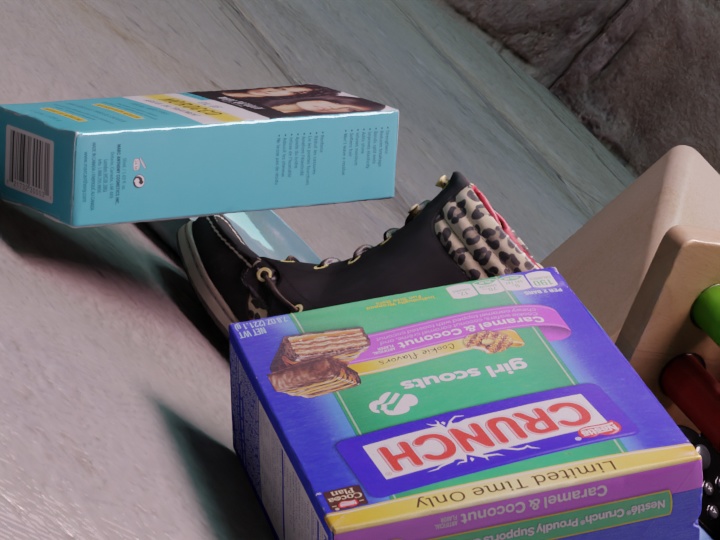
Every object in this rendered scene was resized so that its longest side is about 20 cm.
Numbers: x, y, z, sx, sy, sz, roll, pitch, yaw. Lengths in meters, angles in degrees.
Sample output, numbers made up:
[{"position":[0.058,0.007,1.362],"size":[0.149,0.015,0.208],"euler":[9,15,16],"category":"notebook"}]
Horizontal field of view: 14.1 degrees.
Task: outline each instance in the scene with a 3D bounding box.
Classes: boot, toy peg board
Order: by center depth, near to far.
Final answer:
[{"position":[0.225,0.096,1.546],"size":[0.200,0.200,0.098],"euler":[8,26,-31],"category":"toy peg board"},{"position":[0.001,0.001,1.560],"size":[0.073,0.154,0.204],"euler":[39,10,-49],"category":"boot"}]

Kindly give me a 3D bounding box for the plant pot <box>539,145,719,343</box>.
[{"position":[0.199,0.074,1.927],"size":[0.200,0.200,0.177],"euler":[45,25,-7],"category":"plant pot"}]

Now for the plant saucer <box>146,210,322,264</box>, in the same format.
[{"position":[-0.082,-0.024,1.738],"size":[0.200,0.027,0.200],"euler":[41,10,-9],"category":"plant saucer"}]

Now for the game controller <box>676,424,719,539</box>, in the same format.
[{"position":[0.149,0.174,1.408],"size":[0.104,0.042,0.200],"euler":[38,53,-21],"category":"game controller"}]

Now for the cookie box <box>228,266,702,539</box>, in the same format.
[{"position":[0.043,0.084,1.329],"size":[0.200,0.171,0.075],"euler":[-122,-154,-60],"category":"cookie box"}]

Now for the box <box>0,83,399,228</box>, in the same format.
[{"position":[-0.083,-0.061,1.495],"size":[0.200,0.049,0.082],"euler":[-7,17,-37],"category":"box"}]
